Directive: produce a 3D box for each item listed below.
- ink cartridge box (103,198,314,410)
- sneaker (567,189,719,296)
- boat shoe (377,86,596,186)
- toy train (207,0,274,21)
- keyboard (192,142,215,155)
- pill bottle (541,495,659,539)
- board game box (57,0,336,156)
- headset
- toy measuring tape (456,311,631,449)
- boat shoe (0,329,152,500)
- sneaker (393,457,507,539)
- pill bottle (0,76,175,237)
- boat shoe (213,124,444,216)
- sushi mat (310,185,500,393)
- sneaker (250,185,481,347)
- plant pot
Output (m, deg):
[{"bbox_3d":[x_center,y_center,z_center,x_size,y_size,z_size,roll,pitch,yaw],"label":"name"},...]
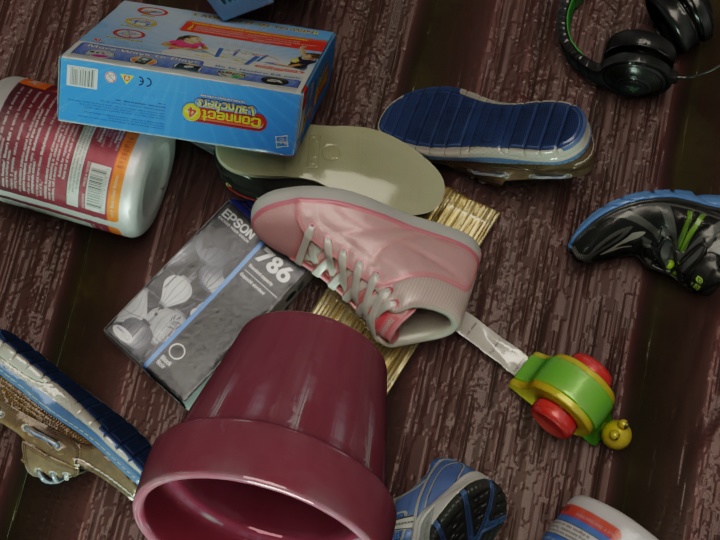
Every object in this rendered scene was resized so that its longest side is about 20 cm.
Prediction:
[{"bbox_3d":[-0.117,0.015,1.342,0.099,0.039,0.200,39,77,12],"label":"ink cartridge box"},{"bbox_3d":[0.279,-0.021,1.328,0.199,0.071,0.083,1,67,-2],"label":"sneaker"},{"bbox_3d":[0.109,-0.107,1.351,0.200,0.072,0.072,11,63,31],"label":"boat shoe"},{"bbox_3d":[-0.083,-0.316,1.390,0.114,0.087,0.200,-14,43,27],"label":"toy train"},{"bbox_3d":[-0.086,-0.107,1.387,0.200,0.011,0.056,30,67,10],"label":"keyboard"},{"bbox_3d":[0.158,0.287,1.218,0.112,0.112,0.200,36,77,11],"label":"pill bottle"},{"bbox_3d":[-0.133,-0.167,1.319,0.200,0.196,0.056,9,113,4],"label":"board game box"},{"bbox_3d":[0.271,-0.199,1.394,0.200,0.094,0.124,36,81,26],"label":"headset"},{"bbox_3d":[0.147,0.080,1.298,0.200,0.074,0.074,39,78,9],"label":"toy measuring tape"},{"bbox_3d":[-0.246,0.137,1.290,0.200,0.072,0.072,39,95,9],"label":"boat shoe"},{"bbox_3d":[0.036,0.239,1.264,0.200,0.076,0.077,-48,34,0],"label":"sneaker"},{"bbox_3d":[-0.270,-0.105,1.342,0.200,0.110,0.110,16,74,6],"label":"pill bottle"},{"bbox_3d":[-0.027,-0.084,1.343,0.201,0.063,0.074,11,70,0],"label":"boat shoe"},{"bbox_3d":[0.031,0.008,1.354,0.096,0.012,0.200,31,77,8],"label":"sushi mat"},{"bbox_3d":[0.000,0.000,1.290,0.200,0.075,0.105,15,53,-6],"label":"sneaker"},{"bbox_3d":[-0.059,0.139,1.230,0.200,0.200,0.179,13,54,5],"label":"plant pot"}]
